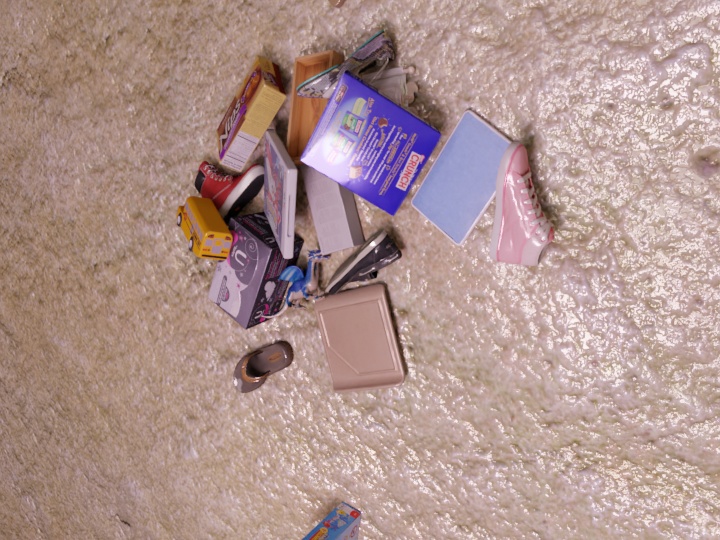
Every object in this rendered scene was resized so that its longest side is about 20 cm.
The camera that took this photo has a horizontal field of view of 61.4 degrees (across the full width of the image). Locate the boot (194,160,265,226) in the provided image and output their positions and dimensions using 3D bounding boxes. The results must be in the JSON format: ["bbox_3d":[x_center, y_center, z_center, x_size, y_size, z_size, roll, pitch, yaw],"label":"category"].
[{"bbox_3d":[-0.294,-0.205,1.335,0.199,0.072,0.146,-38,78,36],"label":"boot"}]

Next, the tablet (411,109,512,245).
[{"bbox_3d":[0.182,-0.160,1.068,0.130,0.014,0.202,42,118,19],"label":"tablet"}]

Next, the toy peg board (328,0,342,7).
[{"bbox_3d":[-0.064,-0.625,1.078,0.202,0.097,0.199,52,122,12],"label":"toy peg board"}]

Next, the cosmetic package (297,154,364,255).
[{"bbox_3d":[-0.058,-0.141,1.204,0.081,0.050,0.206,-12,93,31],"label":"cosmetic package"}]

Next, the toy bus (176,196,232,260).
[{"bbox_3d":[-0.334,-0.094,1.285,0.200,0.064,0.080,50,126,46],"label":"toy bus"}]

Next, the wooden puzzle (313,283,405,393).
[{"bbox_3d":[-0.002,0.141,1.242,0.181,0.037,0.206,-13,89,35],"label":"wooden puzzle"}]

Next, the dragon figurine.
[{"bbox_3d":[-0.132,0.027,1.275,0.198,0.058,0.102,-30,66,32],"label":"dragon figurine"}]

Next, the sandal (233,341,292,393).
[{"bbox_3d":[-0.234,0.225,1.394,0.198,0.054,0.083,-28,85,34],"label":"sandal"}]

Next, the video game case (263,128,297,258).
[{"bbox_3d":[-0.162,-0.155,1.199,0.201,0.022,0.186,-121,32,-52],"label":"video game case"}]

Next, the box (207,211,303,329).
[{"bbox_3d":[-0.230,-0.002,1.307,0.131,0.114,0.204,34,116,21],"label":"box"}]

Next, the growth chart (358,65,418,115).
[{"bbox_3d":[0.044,-0.272,1.131,0.141,0.018,0.206,10,105,30],"label":"growth chart"}]

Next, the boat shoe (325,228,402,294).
[{"bbox_3d":[0.000,0.000,1.189,0.067,0.072,0.199,42,129,-12],"label":"boat shoe"}]

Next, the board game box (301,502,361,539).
[{"bbox_3d":[-0.082,0.640,1.300,0.055,0.194,0.206,17,109,28],"label":"board game box"}]

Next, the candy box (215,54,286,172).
[{"bbox_3d":[-0.228,-0.320,1.245,0.201,0.056,0.118,-49,41,30],"label":"candy box"}]

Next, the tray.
[{"bbox_3d":[-0.089,-0.310,1.165,0.097,0.037,0.206,2,85,36],"label":"tray"}]

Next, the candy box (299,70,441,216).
[{"bbox_3d":[0.018,-0.222,1.068,0.197,0.077,0.171,30,111,-8],"label":"candy box"}]

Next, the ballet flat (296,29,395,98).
[{"bbox_3d":[-0.020,-0.350,1.090,0.197,0.072,0.073,-32,82,2],"label":"ballet flat"}]

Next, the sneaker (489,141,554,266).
[{"bbox_3d":[0.272,-0.101,0.982,0.103,0.075,0.206,18,119,31],"label":"sneaker"}]
